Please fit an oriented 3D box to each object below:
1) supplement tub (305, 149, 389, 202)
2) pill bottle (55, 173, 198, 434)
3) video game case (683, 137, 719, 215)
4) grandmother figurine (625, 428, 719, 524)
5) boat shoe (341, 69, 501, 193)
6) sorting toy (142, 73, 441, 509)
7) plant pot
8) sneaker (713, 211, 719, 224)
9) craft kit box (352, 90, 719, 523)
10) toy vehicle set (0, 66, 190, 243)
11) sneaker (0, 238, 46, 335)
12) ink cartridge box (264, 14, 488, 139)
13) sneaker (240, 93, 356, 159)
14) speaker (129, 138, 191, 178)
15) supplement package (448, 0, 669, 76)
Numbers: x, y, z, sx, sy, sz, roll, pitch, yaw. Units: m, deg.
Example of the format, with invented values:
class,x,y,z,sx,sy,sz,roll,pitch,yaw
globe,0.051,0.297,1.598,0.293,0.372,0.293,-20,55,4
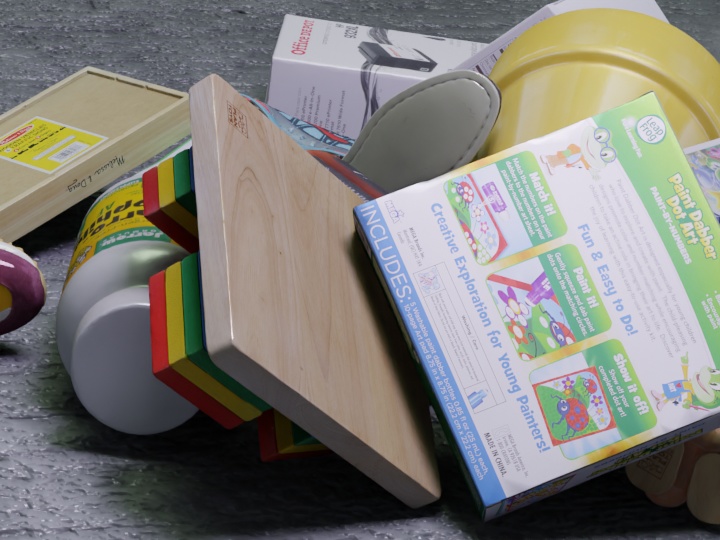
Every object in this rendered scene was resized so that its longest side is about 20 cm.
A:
class,x,y,z,sx,sy,sz,roll,pitch,yaw
supplement tub,0.000,0.000,1.583,0.107,0.107,0.200,-4,25,-30
pill bottle,-0.128,0.022,1.470,0.112,0.113,0.200,7,21,-3
video game case,0.265,-0.033,1.601,0.200,0.018,0.143,-17,55,-44
grandmother figurine,0.221,0.094,1.498,0.121,0.061,0.200,35,24,12
boat shoe,0.028,-0.075,1.699,0.072,0.201,0.061,52,27,6
sorting toy,-0.046,0.023,1.388,0.199,0.070,0.200,40,32,-42
plant pot,0.162,-0.056,1.697,0.200,0.201,0.189,12,36,11
sneaker,0.201,-0.018,1.484,0.199,0.075,0.079,1,48,-9
craft kit box,0.122,0.019,1.403,0.197,0.200,0.049,-21,-18,-5
toy vehicle set,-0.228,-0.082,1.716,0.200,0.027,0.124,-34,36,-33
sneaker,-0.294,0.025,1.473,0.199,0.075,0.090,0,29,-3
ink cartridge box,0.023,-0.147,2.014,0.199,0.084,0.145,8,21,0
sneaker,-0.041,-0.074,1.841,0.200,0.079,0.095,32,18,34
speaker,-0.113,-0.050,1.704,0.088,0.089,0.200,13,21,13
supplement package,0.184,-0.137,1.908,0.156,0.111,0.200,57,30,0
